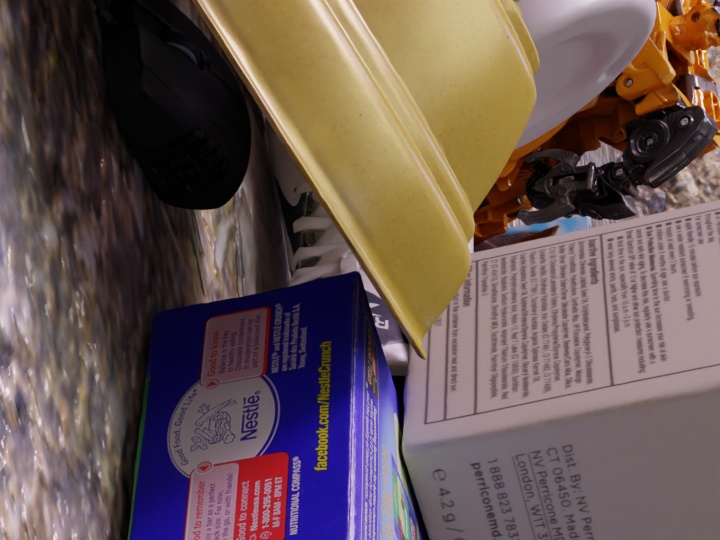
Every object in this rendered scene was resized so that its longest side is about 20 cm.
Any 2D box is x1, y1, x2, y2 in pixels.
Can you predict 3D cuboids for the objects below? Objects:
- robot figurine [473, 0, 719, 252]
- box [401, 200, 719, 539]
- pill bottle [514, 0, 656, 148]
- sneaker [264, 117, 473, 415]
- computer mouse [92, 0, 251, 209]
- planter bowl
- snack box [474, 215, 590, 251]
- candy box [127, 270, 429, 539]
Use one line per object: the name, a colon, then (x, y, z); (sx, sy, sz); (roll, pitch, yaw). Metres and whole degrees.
robot figurine: (0.069, -0.067, 1.029); (0.058, 0.199, 0.146); (35, 43, -47)
box: (0.122, 0.052, 0.823); (0.128, 0.198, 0.110); (-83, 159, -62)
pill bottle: (0.017, -0.149, 0.934); (0.201, 0.111, 0.111); (59, 4, 17)
sneaker: (0.000, 0.000, 0.932); (0.130, 0.079, 0.201); (-20, 104, -81)
computer mouse: (-0.069, -0.085, 0.754); (0.200, 0.034, 0.059); (65, 20, -56)
planter bowl: (-0.001, -0.079, 0.761); (0.201, 0.083, 0.200); (57, -1, 1)
snack box: (0.048, 0.071, 1.034); (0.037, 0.115, 0.201); (69, 16, -48)
candy box: (-0.012, 0.133, 0.767); (0.170, 0.076, 0.201); (-88, 164, -52)
